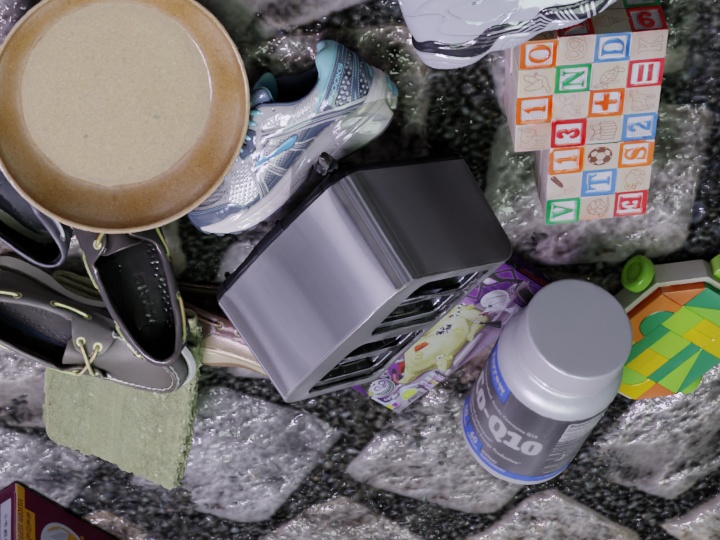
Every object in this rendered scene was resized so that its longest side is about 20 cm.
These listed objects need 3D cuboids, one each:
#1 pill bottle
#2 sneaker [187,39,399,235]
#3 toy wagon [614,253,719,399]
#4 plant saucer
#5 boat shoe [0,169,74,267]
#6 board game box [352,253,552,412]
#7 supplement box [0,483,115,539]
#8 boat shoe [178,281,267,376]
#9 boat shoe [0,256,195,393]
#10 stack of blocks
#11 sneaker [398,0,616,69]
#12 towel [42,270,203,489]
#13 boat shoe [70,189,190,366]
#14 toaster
[{"bbox_3d":[0.163,0.097,1.804,0.113,0.115,0.200,2,150,-11],"label":"pill bottle"},{"bbox_3d":[-0.069,-0.109,1.623,0.199,0.078,0.086,-37,118,18],"label":"sneaker"},{"bbox_3d":[0.287,0.039,1.848,0.154,0.040,0.200,27,126,-32],"label":"toy wagon"},{"bbox_3d":[-0.183,-0.127,1.561,0.198,0.035,0.202,-4,113,-10],"label":"plant saucer"},{"bbox_3d":[-0.291,-0.074,1.618,0.072,0.063,0.200,-27,134,19],"label":"boat shoe"},{"bbox_3d":[0.060,0.044,1.827,0.120,0.032,0.200,33,124,-30],"label":"board game box"},{"bbox_3d":[-0.286,0.305,1.985,0.085,0.111,0.200,-33,132,24],"label":"supplement box"},{"bbox_3d":[-0.076,0.043,1.768,0.198,0.072,0.073,9,125,4],"label":"boat shoe"},{"bbox_3d":[-0.234,0.056,1.705,0.200,0.060,0.072,24,128,8],"label":"boat shoe"},{"bbox_3d":[0.173,-0.129,1.638,0.114,0.059,0.201,-6,137,-3],"label":"stack of blocks"},{"bbox_3d":[0.107,-0.227,1.510,0.199,0.076,0.115,-23,138,20],"label":"sneaker"},{"bbox_3d":[-0.204,0.094,1.785,0.147,0.037,0.201,21,130,13],"label":"towel"},{"bbox_3d":[-0.185,-0.020,1.630,0.071,0.061,0.203,-24,103,-7],"label":"boat shoe"},{"bbox_3d":[0.000,0.000,1.648,0.181,0.119,0.199,-44,161,31],"label":"toaster"}]
